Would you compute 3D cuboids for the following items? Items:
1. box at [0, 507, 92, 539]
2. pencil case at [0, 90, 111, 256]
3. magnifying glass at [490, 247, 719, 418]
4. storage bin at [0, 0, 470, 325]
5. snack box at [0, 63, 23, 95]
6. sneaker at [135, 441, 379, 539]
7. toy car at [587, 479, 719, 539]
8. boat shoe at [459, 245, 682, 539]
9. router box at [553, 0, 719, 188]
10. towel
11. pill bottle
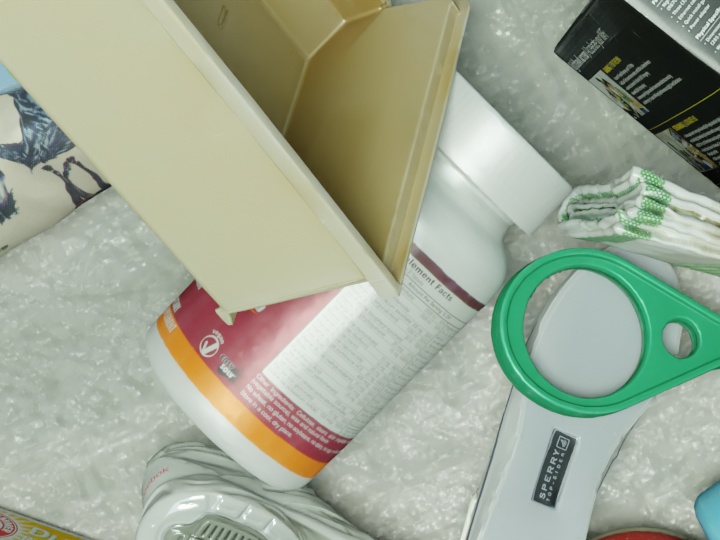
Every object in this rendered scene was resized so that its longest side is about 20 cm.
[{"bbox_3d":[-0.153,0.201,0.930,0.199,0.113,0.102,18,102,5],"label":"box"},{"bbox_3d":[-0.199,-0.048,0.916,0.199,0.078,0.090,-30,115,11],"label":"pencil case"},{"bbox_3d":[0.159,0.034,0.880,0.198,0.022,0.080,4,75,-11],"label":"magnifying glass"},{"bbox_3d":[-0.052,-0.117,0.780,0.093,0.199,0.200,-15,132,32],"label":"storage bin"},{"bbox_3d":[-0.133,-0.194,0.838,0.067,0.168,0.201,-14,98,29],"label":"snack box"},{"bbox_3d":[-0.025,0.139,0.924,0.199,0.100,0.078,35,107,-26],"label":"sneaker"},{"bbox_3d":[0.154,0.222,0.848,0.184,0.200,0.177,-36,96,10],"label":"toy car"},{"bbox_3d":[0.097,0.081,0.902,0.070,0.070,0.201,23,76,-8],"label":"boat shoe"},{"bbox_3d":[0.165,-0.080,0.801,0.149,0.200,0.051,39,89,0],"label":"router box"},{"bbox_3d":[0.197,-0.006,0.828,0.198,0.149,0.031,15,90,-4],"label":"towel"},{"bbox_3d":[0.000,0.000,0.880,0.110,0.110,0.200,44,97,-1],"label":"pill bottle"}]
